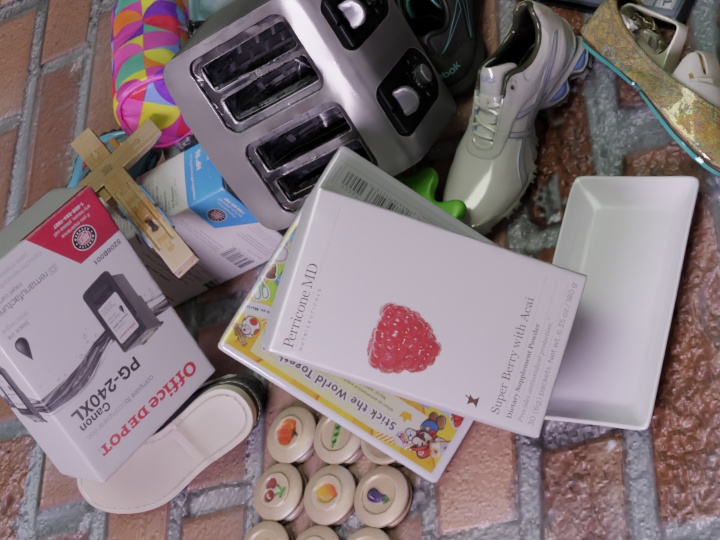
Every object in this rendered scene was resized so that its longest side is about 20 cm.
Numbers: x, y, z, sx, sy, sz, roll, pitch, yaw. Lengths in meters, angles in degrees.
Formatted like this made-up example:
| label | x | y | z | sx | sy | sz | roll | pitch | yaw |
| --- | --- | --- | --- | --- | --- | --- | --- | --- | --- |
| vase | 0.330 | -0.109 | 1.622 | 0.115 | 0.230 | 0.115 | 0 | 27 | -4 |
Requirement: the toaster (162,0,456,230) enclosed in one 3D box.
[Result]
| label | x | y | z | sx | sy | sz | roll | pitch | yaw |
| --- | --- | --- | --- | --- | --- | --- | --- | --- | --- |
| toaster | -0.049 | -0.153 | 1.139 | 0.199 | 0.181 | 0.119 | -23 | 19 | 29 |

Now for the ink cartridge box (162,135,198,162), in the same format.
| label | x | y | z | sx | sy | sz | roll | pitch | yaw |
| --- | --- | --- | --- | --- | --- | --- | --- | --- | --- |
| ink cartridge box | -0.115 | -0.176 | 1.333 | 0.199 | 0.041 | 0.201 | -35 | 50 | 15 |

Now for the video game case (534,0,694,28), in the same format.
| label | x | y | z | sx | sy | sz | roll | pitch | yaw |
| --- | --- | --- | --- | --- | --- | --- | --- | --- | --- |
| video game case | 0.219 | -0.288 | 1.176 | 0.199 | 0.019 | 0.144 | 21 | 79 | 41 |

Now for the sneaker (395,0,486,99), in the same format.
| label | x | y | z | sx | sy | sz | roll | pitch | yaw |
| --- | --- | --- | --- | --- | --- | --- | --- | --- | --- |
| sneaker | 0.072 | -0.252 | 1.220 | 0.075 | 0.079 | 0.201 | -21 | 54 | 24 |

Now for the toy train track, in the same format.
| label | x | y | z | sx | sy | sz | roll | pitch | yaw |
| --- | --- | --- | --- | --- | --- | --- | --- | --- | --- |
| toy train track | -0.192 | -0.057 | 1.179 | 0.115 | 0.033 | 0.200 | -43 | 52 | -1 |

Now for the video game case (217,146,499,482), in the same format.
| label | x | y | z | sx | sy | sz | roll | pitch | yaw |
| --- | --- | --- | --- | --- | --- | --- | --- | --- | --- |
| video game case | 0.021 | 0.034 | 1.051 | 0.183 | 0.199 | 0.023 | -58 | 5 | -5 |

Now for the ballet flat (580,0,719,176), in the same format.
| label | x | y | z | sx | sy | sz | roll | pitch | yaw |
| --- | --- | --- | --- | --- | --- | --- | --- | --- | --- |
| ballet flat | 0.239 | -0.153 | 1.051 | 0.071 | 0.071 | 0.200 | -41 | 46 | 10 |

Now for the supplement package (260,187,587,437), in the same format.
| label | x | y | z | sx | sy | sz | roll | pitch | yaw |
| --- | --- | --- | --- | --- | --- | --- | --- | --- | --- |
| supplement package | 0.040 | 0.030 | 0.982 | 0.120 | 0.199 | 0.122 | 173 | 115 | -84 |

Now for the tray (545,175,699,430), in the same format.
| label | x | y | z | sx | sy | sz | roll | pitch | yaw |
| --- | --- | --- | --- | --- | --- | --- | --- | --- | --- |
| tray | 0.190 | 0.023 | 1.026 | 0.107 | 0.022 | 0.201 | 2 | 68 | 37 |

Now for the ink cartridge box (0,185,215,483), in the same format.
| label | x | y | z | sx | sy | sz | roll | pitch | yaw |
| --- | --- | --- | --- | --- | --- | --- | --- | --- | --- |
| ink cartridge box | -0.234 | 0.053 | 1.126 | 0.083 | 0.201 | 0.145 | -2 | 37 | 52 |

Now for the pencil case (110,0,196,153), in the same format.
| label | x | y | z | sx | sy | sz | roll | pitch | yaw |
| --- | --- | --- | --- | --- | --- | --- | --- | --- | --- |
| pencil case | -0.191 | -0.194 | 1.288 | 0.088 | 0.088 | 0.201 | -35 | 38 | 14 |

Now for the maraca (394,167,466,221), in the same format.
| label | x | y | z | sx | sy | sz | roll | pitch | yaw |
| --- | --- | --- | --- | --- | --- | --- | --- | --- | --- |
| maraca | 0.000 | 0.000 | 1.115 | 0.200 | 0.107 | 0.137 | -43 | 56 | 6 |

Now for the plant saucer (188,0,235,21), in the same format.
| label | x | y | z | sx | sy | sz | roll | pitch | yaw |
| --- | --- | --- | --- | --- | --- | --- | --- | --- | --- |
| plant saucer | -0.135 | -0.278 | 1.264 | 0.038 | 0.201 | 0.202 | 2 | 57 | -14 |

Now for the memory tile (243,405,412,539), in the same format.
| label | x | y | z | sx | sy | sz | roll | pitch | yaw |
| --- | --- | --- | --- | --- | --- | --- | --- | --- | --- |
| memory tile | -0.031 | 0.203 | 1.088 | 0.152 | 0.017 | 0.201 | -3 | 64 | 34 |

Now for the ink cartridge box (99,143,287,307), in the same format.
| label | x | y | z | sx | sy | sz | roll | pitch | yaw |
| --- | --- | --- | --- | --- | --- | --- | --- | --- | --- |
| ink cartridge box | -0.174 | -0.032 | 1.248 | 0.199 | 0.116 | 0.068 | -25 | 52 | 21 |

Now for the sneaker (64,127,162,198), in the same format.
| label | x | y | z | sx | sy | sz | roll | pitch | yaw |
| --- | --- | --- | --- | --- | --- | --- | --- | --- | --- |
| sneaker | -0.252 | -0.053 | 1.343 | 0.200 | 0.079 | 0.096 | -47 | 54 | 26 |

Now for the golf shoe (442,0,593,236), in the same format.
| label | x | y | z | sx | sy | sz | roll | pitch | yaw |
| --- | --- | --- | --- | --- | --- | --- | --- | --- | --- |
| golf shoe | 0.110 | -0.128 | 1.115 | 0.078 | 0.097 | 0.201 | 19 | 79 | 38 |

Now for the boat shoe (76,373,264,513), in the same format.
| label | x | y | z | sx | sy | sz | roll | pitch | yaw |
| --- | --- | --- | --- | --- | --- | --- | --- | --- | --- |
| boat shoe | -0.163 | 0.151 | 1.196 | 0.199 | 0.073 | 0.063 | -32 | 8 | 24 |
